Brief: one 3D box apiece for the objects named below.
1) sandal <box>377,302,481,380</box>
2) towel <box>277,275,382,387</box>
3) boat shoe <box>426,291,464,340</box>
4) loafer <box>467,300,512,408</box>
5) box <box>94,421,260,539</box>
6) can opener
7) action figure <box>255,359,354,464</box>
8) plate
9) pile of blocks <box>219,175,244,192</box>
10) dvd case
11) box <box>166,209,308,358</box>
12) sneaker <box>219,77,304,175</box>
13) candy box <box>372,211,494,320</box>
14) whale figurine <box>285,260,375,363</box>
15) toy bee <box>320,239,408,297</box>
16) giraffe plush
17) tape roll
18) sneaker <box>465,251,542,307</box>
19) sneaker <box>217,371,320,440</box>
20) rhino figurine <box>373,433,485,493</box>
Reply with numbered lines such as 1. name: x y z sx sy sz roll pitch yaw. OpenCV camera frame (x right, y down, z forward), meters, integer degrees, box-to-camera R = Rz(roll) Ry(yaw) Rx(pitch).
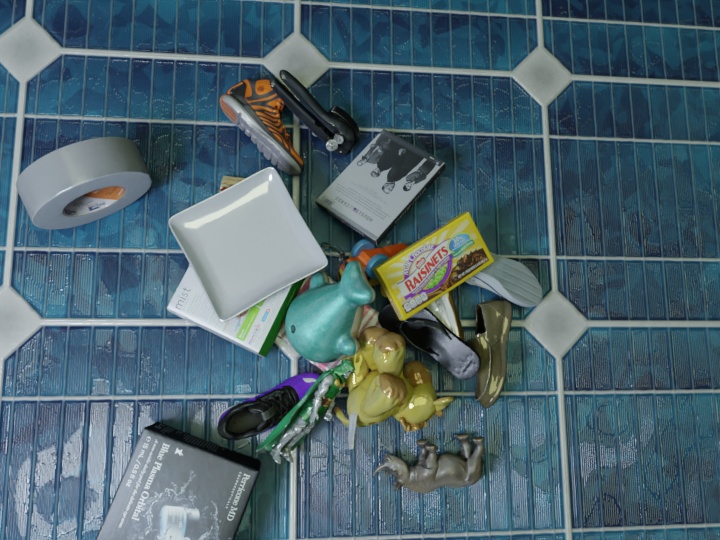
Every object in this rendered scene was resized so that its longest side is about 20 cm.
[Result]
1. sandal: 0.119 0.115 1.121 0.200 0.043 0.076 31 104 16
2. towel: -0.057 0.097 1.165 0.200 0.030 0.147 36 78 0
3. boat shoe: 0.140 0.078 1.178 0.069 0.071 0.201 -17 76 11
4. loafer: 0.226 0.147 1.173 0.067 0.076 0.201 13 69 -4
5. box: -0.288 0.375 1.046 0.199 0.117 0.198 22 79 -4
6. can opener: -0.085 -0.285 1.185 0.200 0.063 0.079 34 34 -27
7. action figure: -0.076 0.228 1.071 0.055 0.118 0.200 38 95 23
8. plate: -0.184 -0.044 1.066 0.199 0.032 0.200 -29 79 -10
9. pile of blocks: -0.169 -0.116 1.170 0.199 0.062 0.082 30 78 -2
10. dvd case: 0.036 -0.157 1.185 0.150 0.025 0.200 34 74 26
11. box: -0.202 0.021 1.114 0.176 0.097 0.201 23 78 6
12. sneaker: -0.153 -0.276 1.191 0.200 0.078 0.112 47 70 -6
13. candy box: 0.127 -0.009 1.111 0.199 0.026 0.103 -32 96 -16
14. whale figurine: -0.054 0.069 1.057 0.103 0.200 0.160 -6 60 -37
15. toy bee: 0.000 0.000 1.153 0.199 0.131 0.109 11 118 -21
16. giraffe plush: 0.065 0.204 1.092 0.161 0.172 0.201 12 89 -28
17. tape roll: -0.451 -0.141 1.068 0.199 0.200 0.066 -25 86 -10
18. sneaker: 0.244 0.007 1.199 0.199 0.071 0.073 31 72 -12
19. sneaker: -0.147 0.235 1.093 0.199 0.100 0.070 -25 86 -10
20. rhino figurine: 0.122 0.343 1.131 0.199 0.060 0.088 -7 92 -5
